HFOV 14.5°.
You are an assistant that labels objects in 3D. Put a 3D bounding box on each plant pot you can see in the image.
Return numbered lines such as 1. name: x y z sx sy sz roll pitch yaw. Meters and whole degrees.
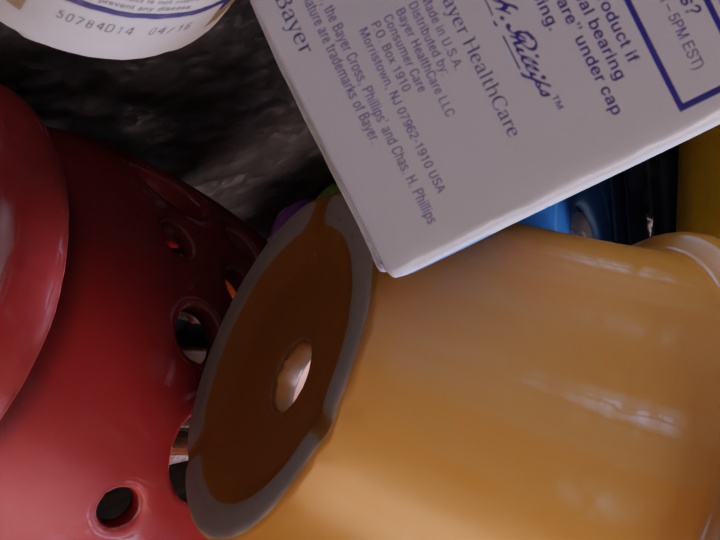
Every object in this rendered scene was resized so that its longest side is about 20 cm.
1. plant pot: 0.048 0.063 0.975 0.183 0.201 0.200 23 141 -22
2. plant pot: -0.140 0.038 1.045 0.200 0.201 0.182 -26 144 26

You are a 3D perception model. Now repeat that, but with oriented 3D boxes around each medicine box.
1. medicine box: 0.098 -0.098 0.891 0.200 0.103 0.182 -25 -178 26

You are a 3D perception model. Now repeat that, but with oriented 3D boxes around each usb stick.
1. usb stick: 0.116 -0.020 1.117 0.033 0.056 0.200 7 133 20

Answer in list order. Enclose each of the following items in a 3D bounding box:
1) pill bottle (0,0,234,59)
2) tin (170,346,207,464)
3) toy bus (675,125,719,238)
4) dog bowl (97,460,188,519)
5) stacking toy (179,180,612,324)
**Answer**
1. pill bottle: -0.045 -0.155 0.797 0.111 0.111 0.200 4 150 -28
2. tin: -0.071 0.061 1.232 0.112 0.042 0.200 1 172 17
3. toy bus: 0.161 -0.009 1.096 0.065 0.078 0.201 11 118 23
4. dog bowl: -0.045 0.155 1.156 0.199 0.200 0.074 -8 118 -7
5. stacking toy: 0.000 0.000 1.156 0.199 0.110 0.116 -7 156 26
